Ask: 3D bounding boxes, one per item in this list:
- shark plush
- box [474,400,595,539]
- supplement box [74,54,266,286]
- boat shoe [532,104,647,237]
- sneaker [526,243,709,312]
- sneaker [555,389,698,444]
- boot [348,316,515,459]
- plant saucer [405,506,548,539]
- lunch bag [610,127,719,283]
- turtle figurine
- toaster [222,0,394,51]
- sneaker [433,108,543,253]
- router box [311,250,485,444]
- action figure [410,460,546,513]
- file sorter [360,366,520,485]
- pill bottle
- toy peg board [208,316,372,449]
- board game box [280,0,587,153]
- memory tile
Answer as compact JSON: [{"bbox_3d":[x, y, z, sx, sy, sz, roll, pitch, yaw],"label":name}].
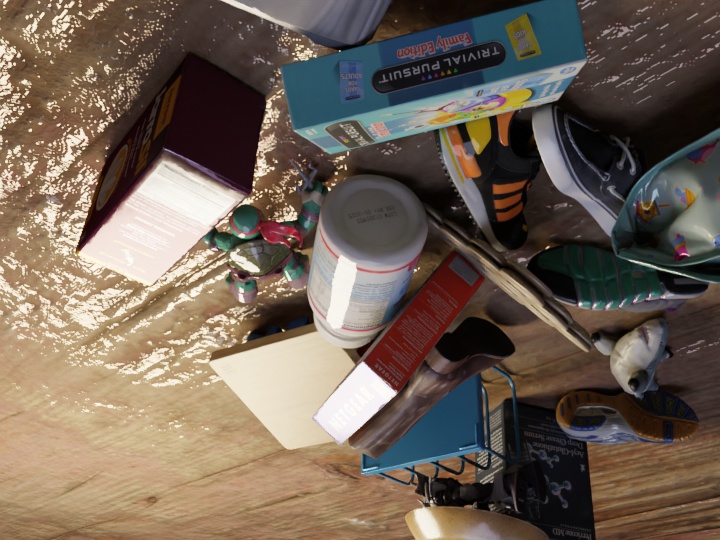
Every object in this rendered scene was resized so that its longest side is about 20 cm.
[{"bbox_3d":[0.379,0.131,1.052,0.083,0.091,0.200,-36,132,5],"label":"shark plush"},{"bbox_3d":[0.261,0.323,1.229,0.146,0.203,0.107,13,147,-15],"label":"box"},{"bbox_3d":[-0.177,-0.084,0.741,0.085,0.112,0.199,25,141,-28],"label":"supplement box"},{"bbox_3d":[0.221,-0.092,0.721,0.067,0.073,0.199,-18,143,34],"label":"boat shoe"},{"bbox_3d":[0.277,0.023,0.892,0.196,0.076,0.088,3,152,0],"label":"sneaker"},{"bbox_3d":[0.390,0.220,1.184,0.196,0.076,0.088,4,152,19],"label":"sneaker"},{"bbox_3d":[0.088,0.153,1.014,0.185,0.065,0.201,-2,136,-48],"label":"boot"},{"bbox_3d":[0.156,0.371,1.098,0.196,0.036,0.201,9,149,5],"label":"plant saucer"},{"bbox_3d":[0.336,-0.051,0.692,0.168,0.124,0.199,1,154,-39],"label":"lunch bag"},{"bbox_3d":[-0.107,-0.035,0.828,0.147,0.102,0.201,2,153,3],"label":"turtle figurine"},{"bbox_3d":[-0.046,-0.236,0.496,0.197,0.115,0.129,18,141,-22],"label":"toaster"},{"bbox_3d":[0.138,-0.085,0.744,0.089,0.071,0.200,-21,143,19],"label":"sneaker"},{"bbox_3d":[0.039,0.092,0.914,0.049,0.180,0.200,40,148,3],"label":"router box"},{"bbox_3d":[0.153,0.308,1.103,0.129,0.071,0.199,16,151,-39],"label":"action figure"},{"bbox_3d":[0.113,0.218,1.146,0.198,0.141,0.122,-21,142,33],"label":"file sorter"},{"bbox_3d":[0.000,0.000,0.852,0.107,0.110,0.201,8,147,-5],"label":"pill bottle"},{"bbox_3d":[-0.064,0.132,1.097,0.197,0.099,0.200,-17,126,28],"label":"toy peg board"},{"bbox_3d":[0.055,-0.137,0.596,0.196,0.048,0.151,-12,-179,8],"label":"board game box"},{"bbox_3d":[0.140,0.002,0.799,0.017,0.200,0.153,-50,130,2],"label":"memory tile"}]
